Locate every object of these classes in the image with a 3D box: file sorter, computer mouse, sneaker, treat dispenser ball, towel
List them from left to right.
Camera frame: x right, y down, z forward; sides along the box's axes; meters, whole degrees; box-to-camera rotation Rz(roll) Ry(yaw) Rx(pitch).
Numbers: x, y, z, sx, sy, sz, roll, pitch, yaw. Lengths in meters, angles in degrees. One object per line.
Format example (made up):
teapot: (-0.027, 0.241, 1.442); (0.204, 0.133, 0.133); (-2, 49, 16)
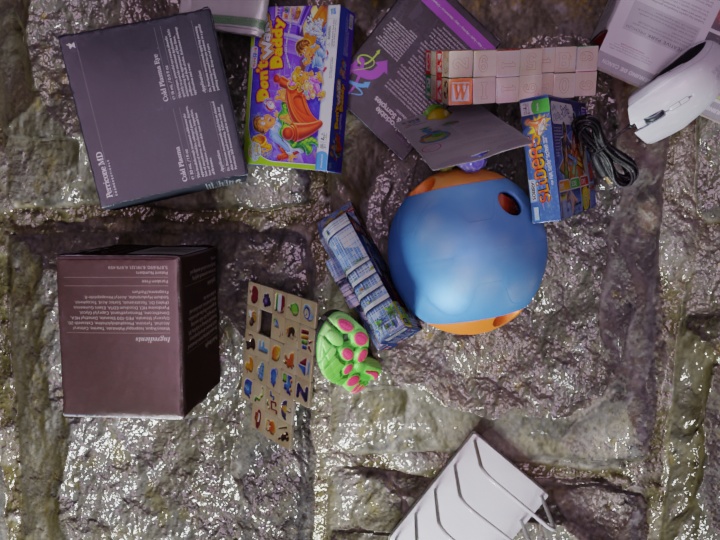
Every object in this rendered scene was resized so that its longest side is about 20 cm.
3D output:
towel: (-0.164, -0.414, 0.881); (0.146, 0.031, 0.205); (15, 96, 26)
sneaker: (-0.028, 0.099, 0.869); (0.076, 0.201, 0.084); (-37, 64, -9)
treat dispenser ball: (0.131, -0.024, 0.832); (0.195, 0.201, 0.207); (0, 96, 4)
file sorter: (0.151, 0.358, 0.911); (0.138, 0.125, 0.201); (38, 97, -1)
computer mouse: (0.352, -0.191, 0.784); (0.199, 0.044, 0.110); (-39, 109, 6)

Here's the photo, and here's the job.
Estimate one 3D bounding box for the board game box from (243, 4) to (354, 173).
board game box: (-0.083, -0.237, 0.884); (0.131, 0.045, 0.206); (8, 97, 25)

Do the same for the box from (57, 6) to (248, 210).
box: (-0.249, -0.194, 0.833); (0.178, 0.104, 0.205); (-13, 96, -11)

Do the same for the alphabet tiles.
alphabet tiles: (-0.114, 0.128, 0.909); (0.007, 0.165, 0.206); (-1, 99, -41)

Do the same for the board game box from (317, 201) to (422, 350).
board game box: (0.000, 0.000, 0.871); (0.061, 0.200, 0.203); (-30, 79, 6)

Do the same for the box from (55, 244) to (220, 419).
box: (-0.287, 0.072, 0.894); (0.159, 0.166, 0.206); (1, 96, 4)

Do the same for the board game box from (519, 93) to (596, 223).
board game box: (0.244, -0.137, 0.815); (0.034, 0.199, 0.139); (-4, 96, 31)

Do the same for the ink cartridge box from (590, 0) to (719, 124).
ink cartridge box: (0.403, -0.296, 0.840); (0.196, 0.084, 0.179); (24, 100, 2)

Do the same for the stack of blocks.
stack of blocks: (0.187, -0.242, 0.824); (0.194, 0.115, 0.060); (-4, 109, -8)

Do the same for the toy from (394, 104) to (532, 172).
toy: (0.116, -0.150, 0.800); (0.112, 0.201, 0.048); (-16, 121, -2)

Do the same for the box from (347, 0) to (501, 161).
box: (0.069, -0.270, 0.895); (0.143, 0.036, 0.201); (42, 96, -1)
